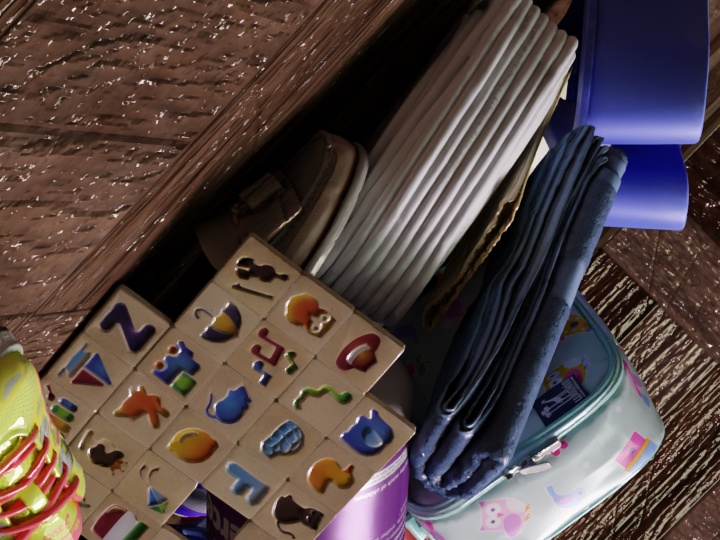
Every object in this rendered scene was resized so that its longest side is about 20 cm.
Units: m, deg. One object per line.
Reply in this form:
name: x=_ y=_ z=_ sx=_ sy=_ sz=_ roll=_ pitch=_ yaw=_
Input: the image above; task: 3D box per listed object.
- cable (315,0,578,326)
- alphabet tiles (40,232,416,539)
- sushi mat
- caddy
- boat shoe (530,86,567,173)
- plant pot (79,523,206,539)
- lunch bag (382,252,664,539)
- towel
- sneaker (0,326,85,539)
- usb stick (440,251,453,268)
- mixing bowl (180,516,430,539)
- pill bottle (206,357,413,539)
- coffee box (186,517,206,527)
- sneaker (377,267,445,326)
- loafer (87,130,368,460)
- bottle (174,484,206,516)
cable: x=0.043 y=-0.064 z=1.425 sx=0.200 sy=0.069 sz=0.200 roll=-52 pitch=-176 yaw=37
alphabet tiles: x=-0.077 y=0.078 z=1.340 sx=0.200 sy=0.167 sz=0.008 roll=-48 pitch=-167 yaw=22
sushi mat: x=0.078 y=-0.046 z=1.453 sx=0.096 sy=0.012 sz=0.200 roll=-54 pitch=-175 yaw=29
caddy: x=0.154 y=-0.110 z=1.595 sx=0.200 sy=0.105 sz=0.141 roll=-81 pitch=177 yaw=-53
boat shoe: x=0.097 y=-0.090 z=1.835 sx=0.200 sy=0.073 sz=0.063 roll=-52 pitch=-146 yaw=12
plant pot: x=-0.166 y=0.255 z=1.576 sx=0.200 sy=0.180 sz=0.200 roll=-30 pitch=137 yaw=-65
lunch bag: x=0.078 y=0.079 z=1.516 sx=0.160 sy=0.077 sz=0.200 roll=-34 pitch=-149 yaw=2
towel: x=0.083 y=0.023 z=1.414 sx=0.112 sy=0.049 sz=0.200 roll=120 pitch=-6 yaw=-66
sneaker: x=-0.163 y=0.091 z=1.206 sx=0.078 sy=0.090 sz=0.200 roll=-42 pitch=170 yaw=-11
usb stick: x=0.000 y=0.000 z=1.551 sx=0.200 sy=0.033 sz=0.055 roll=-21 pitch=178 yaw=-5
mixing bowl: x=-0.042 y=0.134 z=1.821 sx=0.200 sy=0.200 sz=0.108 roll=-42 pitch=144 yaw=-21
pill bottle: x=-0.030 y=0.136 z=1.440 sx=0.112 sy=0.112 sz=0.200 roll=-37 pitch=140 yaw=-45
coffee box: x=-0.164 y=0.253 z=1.700 sx=0.200 sy=0.123 sz=0.044 roll=-23 pitch=-177 yaw=20
sneaker: x=0.053 y=0.023 z=1.648 sx=0.093 sy=0.200 sz=0.070 roll=3 pitch=-94 yaw=64
loafer: x=-0.072 y=0.007 z=1.350 sx=0.200 sy=0.063 sz=0.072 roll=-56 pitch=-159 yaw=10
bottle: x=-0.106 y=0.116 z=1.662 sx=0.065 sy=0.084 sz=0.200 roll=-43 pitch=171 yaw=-16
